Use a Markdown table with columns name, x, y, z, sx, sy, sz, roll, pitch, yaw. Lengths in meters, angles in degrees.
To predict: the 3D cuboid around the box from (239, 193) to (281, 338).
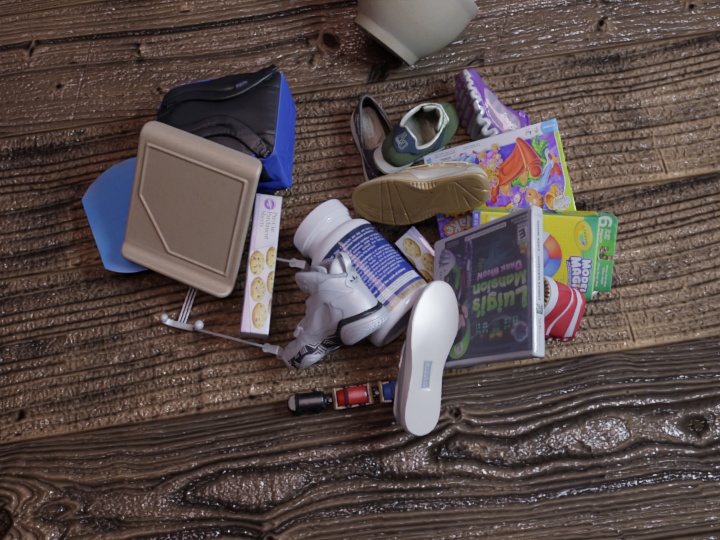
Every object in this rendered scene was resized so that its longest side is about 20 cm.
| name | x | y | z | sx | sy | sz | roll | pitch | yaw |
| --- | --- | --- | --- | --- | --- | --- | --- | --- | --- |
| box | -0.141 | -0.006 | 0.975 | 0.041 | 0.039 | 0.204 | 8 | 74 | -11 |

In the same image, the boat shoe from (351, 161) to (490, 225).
| name | x | y | z | sx | sy | sz | roll | pitch | yaw |
| --- | --- | --- | --- | --- | --- | --- | --- | --- | --- |
| boat shoe | 0.087 | -0.115 | 0.986 | 0.196 | 0.075 | 0.070 | -3 | 30 | 11 |

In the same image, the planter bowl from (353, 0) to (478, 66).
| name | x | y | z | sx | sy | sz | roll | pitch | yaw |
| --- | --- | --- | --- | --- | --- | --- | --- | --- | --- |
| planter bowl | 0.073 | -0.419 | 1.104 | 0.199 | 0.200 | 0.136 | 40 | 103 | 14 |

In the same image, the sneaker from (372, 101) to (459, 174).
| name | x | y | z | sx | sy | sz | roll | pitch | yaw |
| --- | --- | --- | --- | --- | --- | --- | --- | --- | --- |
| sneaker | 0.105 | -0.217 | 1.035 | 0.067 | 0.090 | 0.200 | 49 | 53 | 1 |

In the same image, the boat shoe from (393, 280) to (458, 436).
| name | x | y | z | sx | sy | sz | roll | pitch | yaw |
| --- | --- | --- | --- | --- | --- | --- | --- | --- | --- |
| boat shoe | 0.083 | 0.115 | 0.922 | 0.071 | 0.068 | 0.204 | 6 | 87 | -23 |

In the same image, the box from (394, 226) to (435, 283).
| name | x | y | z | sx | sy | sz | roll | pitch | yaw |
| --- | --- | --- | --- | --- | --- | --- | --- | --- | --- |
| box | 0.129 | 0.021 | 1.012 | 0.041 | 0.039 | 0.201 | -42 | 74 | 8 |

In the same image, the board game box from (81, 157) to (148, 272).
| name | x | y | z | sx | sy | sz | roll | pitch | yaw |
| --- | --- | --- | --- | --- | --- | --- | --- | --- | --- |
| board game box | -0.337 | -0.084 | 1.071 | 0.156 | 0.039 | 0.202 | -26 | 67 | -7 |

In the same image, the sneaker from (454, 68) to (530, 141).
| name | x | y | z | sx | sy | sz | roll | pitch | yaw |
| --- | --- | --- | --- | --- | --- | --- | --- | --- | --- |
| sneaker | 0.219 | -0.233 | 1.083 | 0.087 | 0.081 | 0.203 | -23 | 77 | -11 |

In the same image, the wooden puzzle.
| name | x | y | z | sx | sy | sz | roll | pitch | yaw |
| --- | --- | --- | --- | --- | --- | --- | --- | --- | --- |
| wooden puzzle | -0.239 | -0.086 | 0.967 | 0.182 | 0.037 | 0.203 | 21 | 106 | 10 |

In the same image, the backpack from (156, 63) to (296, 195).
| name | x | y | z | sx | sy | sz | roll | pitch | yaw |
| --- | --- | --- | --- | --- | --- | --- | --- | --- | --- |
| backpack | -0.201 | -0.188 | 1.035 | 0.196 | 0.169 | 0.165 | -2 | 61 | 8 |

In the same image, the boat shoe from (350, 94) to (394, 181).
| name | x | y | z | sx | sy | sz | roll | pitch | yaw |
| --- | --- | --- | --- | --- | --- | --- | --- | --- | --- |
| boat shoe | 0.032 | -0.182 | 1.076 | 0.072 | 0.065 | 0.203 | -23 | 72 | -7 |

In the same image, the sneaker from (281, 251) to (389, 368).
| name | x | y | z | sx | sy | sz | roll | pitch | yaw |
| --- | --- | --- | --- | --- | --- | --- | --- | --- | --- |
| sneaker | -0.055 | 0.055 | 0.933 | 0.075 | 0.199 | 0.116 | -26 | 87 | -48 |

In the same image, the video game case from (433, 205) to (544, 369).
| name | x | y | z | sx | sy | sz | roll | pitch | yaw |
| --- | --- | --- | --- | --- | --- | --- | --- | --- | --- |
| video game case | 0.160 | 0.029 | 0.896 | 0.023 | 0.199 | 0.186 | 11 | 73 | -30 |

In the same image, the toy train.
| name | x | y | z | sx | sy | sz | roll | pitch | yaw |
| --- | --- | --- | --- | --- | --- | --- | --- | --- | --- |
| toy train | -0.007 | 0.175 | 0.966 | 0.196 | 0.046 | 0.035 | -8 | 70 | 0 |

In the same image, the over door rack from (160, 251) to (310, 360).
| name | x | y | z | sx | sy | sz | roll | pitch | yaw |
| --- | --- | --- | --- | --- | --- | --- | --- | --- | --- |
| over door rack | -0.184 | 0.030 | 1.014 | 0.196 | 0.067 | 0.150 | 15 | 73 | 8 |

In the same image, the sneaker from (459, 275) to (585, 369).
| name | x | y | z | sx | sy | sz | roll | pitch | yaw |
| --- | --- | --- | --- | --- | --- | --- | --- | --- | --- |
| sneaker | 0.213 | 0.079 | 0.927 | 0.111 | 0.200 | 0.072 | 11 | 52 | -36 |

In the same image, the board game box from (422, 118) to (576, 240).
| name | x | y | z | sx | sy | sz | roll | pitch | yaw |
| --- | --- | --- | --- | --- | --- | --- | --- | --- | --- |
| board game box | 0.203 | -0.126 | 1.007 | 0.197 | 0.045 | 0.137 | -14 | 90 | 18 |

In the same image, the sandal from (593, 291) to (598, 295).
| name | x | y | z | sx | sy | sz | roll | pitch | yaw |
| --- | --- | --- | --- | --- | --- | --- | --- | --- | --- |
| sandal | 0.260 | -0.013 | 1.015 | 0.199 | 0.050 | 0.084 | 10 | 71 | 6 |

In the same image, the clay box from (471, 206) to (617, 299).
| name | x | y | z | sx | sy | sz | roll | pitch | yaw |
| --- | --- | --- | --- | --- | --- | --- | --- | --- | --- |
| clay box | 0.253 | -0.025 | 0.958 | 0.196 | 0.048 | 0.117 | 4 | 105 | 14 |

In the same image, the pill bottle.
| name | x | y | z | sx | sy | sz | roll | pitch | yaw |
| --- | --- | --- | --- | --- | --- | --- | --- | --- | --- |
| pill bottle | 0.000 | 0.000 | 0.989 | 0.115 | 0.116 | 0.200 | -40 | 74 | -11 |
